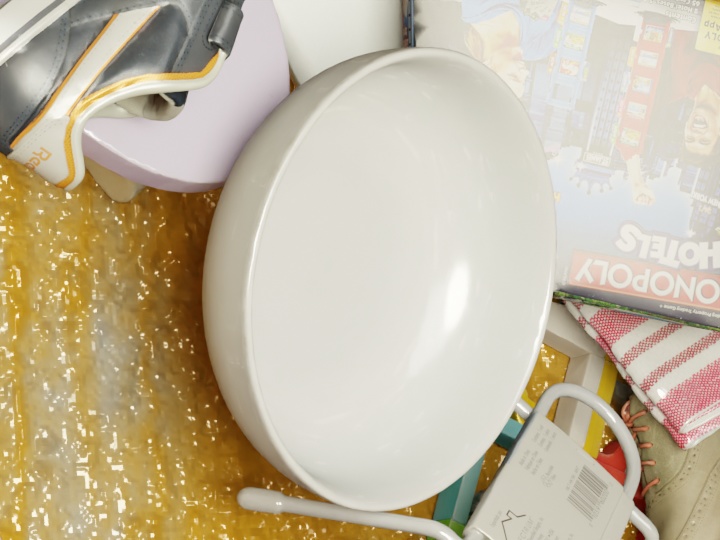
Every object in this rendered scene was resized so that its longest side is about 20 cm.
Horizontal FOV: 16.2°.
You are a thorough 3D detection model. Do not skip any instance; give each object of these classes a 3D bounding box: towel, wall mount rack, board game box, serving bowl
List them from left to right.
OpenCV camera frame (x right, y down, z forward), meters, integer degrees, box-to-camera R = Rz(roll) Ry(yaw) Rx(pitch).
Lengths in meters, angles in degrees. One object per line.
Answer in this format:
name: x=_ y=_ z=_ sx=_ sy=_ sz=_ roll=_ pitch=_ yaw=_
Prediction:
serving bowl: x=0.000 y=0.000 z=1.100 sx=0.200 sy=0.066 sz=0.201 roll=-13 pitch=108 yaw=-45
wall mount rack: x=0.048 y=0.111 z=1.159 sx=0.174 sy=0.075 sz=0.200 roll=42 pitch=34 yaw=-4
board game box: x=0.095 y=-0.040 z=1.200 sx=0.199 sy=0.062 sz=0.201 roll=13 pitch=93 yaw=-3
towel: x=0.153 y=-0.018 z=1.276 sx=0.146 sy=0.030 sz=0.200 roll=-28 pitch=68 yaw=-26

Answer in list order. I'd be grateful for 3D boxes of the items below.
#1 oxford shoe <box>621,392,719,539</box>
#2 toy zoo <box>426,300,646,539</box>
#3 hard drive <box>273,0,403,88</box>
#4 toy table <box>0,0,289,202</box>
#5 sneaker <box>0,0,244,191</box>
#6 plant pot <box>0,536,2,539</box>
oxford shoe: x=0.155 y=0.098 z=1.260 sx=0.075 sy=0.070 sz=0.201 roll=28 pitch=56 yaw=-8
toy zoo: x=0.104 y=0.099 z=1.273 sx=0.131 sy=0.020 sz=0.201 roll=27 pitch=67 yaw=-25
hard drive: x=0.011 y=-0.150 z=1.232 sx=0.132 sy=0.027 sz=0.201 roll=-28 pitch=97 yaw=-6
toy table: x=-0.133 y=-0.113 z=1.112 sx=0.184 sy=0.117 sz=0.201 roll=-32 pitch=97 yaw=-32
sneaker: x=-0.079 y=-0.113 z=1.032 sx=0.200 sy=0.078 sz=0.079 roll=-44 pitch=97 yaw=-19
plant pot: x=-0.228 y=0.139 z=0.965 sx=0.200 sy=0.177 sz=0.201 roll=7 pitch=76 yaw=-30
